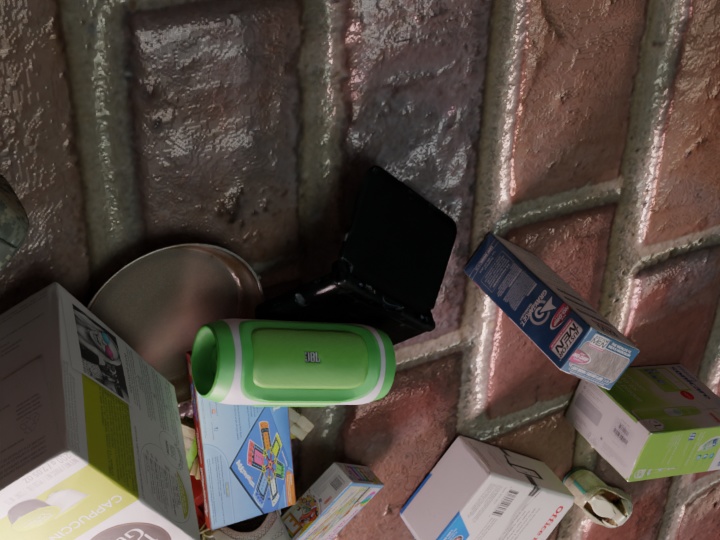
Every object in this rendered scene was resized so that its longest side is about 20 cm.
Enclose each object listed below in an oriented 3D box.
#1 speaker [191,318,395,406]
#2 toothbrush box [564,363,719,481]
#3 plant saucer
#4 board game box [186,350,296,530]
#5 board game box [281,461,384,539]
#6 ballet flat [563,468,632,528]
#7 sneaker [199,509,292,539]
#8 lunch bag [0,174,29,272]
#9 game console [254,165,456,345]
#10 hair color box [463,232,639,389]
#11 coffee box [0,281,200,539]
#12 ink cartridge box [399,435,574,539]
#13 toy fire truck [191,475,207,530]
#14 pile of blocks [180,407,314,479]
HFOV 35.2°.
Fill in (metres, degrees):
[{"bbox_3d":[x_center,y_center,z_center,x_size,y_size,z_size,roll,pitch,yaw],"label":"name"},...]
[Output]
[{"bbox_3d":[-0.067,0.094,1.158,0.199,0.089,0.089,4,119,-30],"label":"speaker"},{"bbox_3d":[0.411,0.208,1.580,0.199,0.146,0.086,2,120,-33],"label":"toothbrush box"},{"bbox_3d":[-0.194,0.053,1.151,0.199,0.032,0.201,-17,129,-22],"label":"plant saucer"},{"bbox_3d":[-0.125,0.170,1.208,0.103,0.019,0.201,-12,110,-25],"label":"board game box"},{"bbox_3d":[-0.068,0.319,1.388,0.200,0.034,0.134,-46,159,4],"label":"board game box"},{"bbox_3d":[0.369,0.359,1.720,0.068,0.062,0.200,-49,134,8],"label":"ballet flat"},{"bbox_3d":[-0.174,0.313,1.274,0.199,0.075,0.082,-13,101,-21],"label":"sneaker"},{"bbox_3d":[-0.385,-0.031,0.890,0.200,0.139,0.168,-48,135,5],"label":"lunch bag"},{"bbox_3d":[0.000,0.000,1.228,0.175,0.117,0.200,-23,152,24],"label":"game console"},{"bbox_3d":[0.214,0.044,1.294,0.100,0.200,0.061,23,108,-41],"label":"hair color box"},{"bbox_3d":[-0.289,0.178,1.037,0.199,0.200,0.198,-30,135,9],"label":"coffee box"},{"bbox_3d":[0.175,0.323,1.551,0.200,0.084,0.146,24,107,-43],"label":"ink cartridge box"},{"bbox_3d":[-0.215,0.298,1.303,0.141,0.049,0.200,-35,135,-6],"label":"toy fire truck"},{"bbox_3d":[-0.154,0.180,1.244,0.199,0.062,0.083,-2,105,-27],"label":"pile of blocks"}]
